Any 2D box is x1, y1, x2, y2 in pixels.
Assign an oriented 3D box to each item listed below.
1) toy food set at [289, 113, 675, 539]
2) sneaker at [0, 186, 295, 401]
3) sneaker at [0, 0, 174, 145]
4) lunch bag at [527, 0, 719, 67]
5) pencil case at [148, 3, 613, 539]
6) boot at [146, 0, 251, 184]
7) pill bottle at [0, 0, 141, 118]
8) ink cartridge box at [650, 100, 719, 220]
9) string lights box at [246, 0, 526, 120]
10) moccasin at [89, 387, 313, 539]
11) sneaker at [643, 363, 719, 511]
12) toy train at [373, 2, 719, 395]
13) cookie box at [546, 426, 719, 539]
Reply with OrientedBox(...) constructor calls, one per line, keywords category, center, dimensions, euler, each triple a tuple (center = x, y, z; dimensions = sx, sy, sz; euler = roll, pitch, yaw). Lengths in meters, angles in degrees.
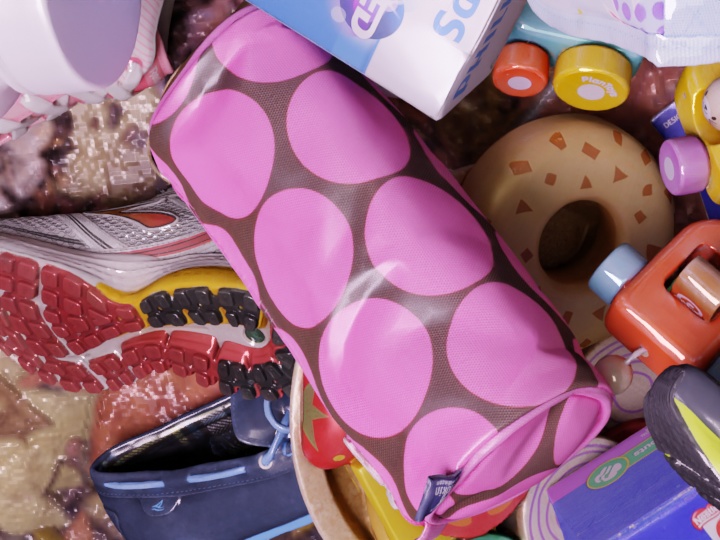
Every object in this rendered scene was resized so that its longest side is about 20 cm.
OrientedBox(category="toy food set", center=(0.065, 0.051, 0.900), dimensions=(0.200, 0.049, 0.198), euler=(-36, 114, -17))
OrientedBox(category="sneaker", center=(-0.089, 0.005, 0.955), dimensions=(0.199, 0.082, 0.078), euler=(7, 133, 25))
OrientedBox(category="sneaker", center=(-0.140, -0.077, 0.907), dimensions=(0.104, 0.075, 0.201), euler=(30, 90, -5))
OrientedBox(category="lunch bag", center=(0.100, -0.166, 0.665), dimensions=(0.127, 0.200, 0.170), euler=(-2, 111, 14))
OrientedBox(category="pencil case", center=(0.000, 0.000, 0.814), dimensions=(0.094, 0.091, 0.200), euler=(-47, 66, 29))
OrientedBox(category="boot", center=(-0.013, -0.105, 0.891), dimensions=(0.074, 0.075, 0.200), euler=(43, 112, -4))
OrientedBox(category="pill bottle", center=(-0.187, -0.101, 0.810), dimensions=(0.199, 0.111, 0.112), euler=(-2, 110, 19))
OrientedBox(category="ink cartridge box", center=(0.214, -0.008, 0.903), dimensions=(0.095, 0.037, 0.200), euler=(-36, 98, 21))
OrientedBox(category="string lights box", center=(-0.025, -0.154, 0.800), dimensions=(0.200, 0.059, 0.103), euler=(33, 123, 8))
OrientedBox(category="moccasin", center=(-0.035, 0.070, 0.956), dimensions=(0.200, 0.081, 0.068), euler=(-32, 113, 20))
OrientedBox(category="sneaker", center=(0.189, 0.074, 0.792), dimensions=(0.200, 0.074, 0.081), euler=(27, 91, -20))
OrientedBox(category="toy train", center=(0.102, -0.054, 0.837), dimensions=(0.200, 0.150, 0.056), euler=(47, 155, 14))
OrientedBox(category="cookie box", center=(0.197, 0.131, 0.878), dimensions=(0.171, 0.075, 0.200), euler=(-32, 109, 3))
